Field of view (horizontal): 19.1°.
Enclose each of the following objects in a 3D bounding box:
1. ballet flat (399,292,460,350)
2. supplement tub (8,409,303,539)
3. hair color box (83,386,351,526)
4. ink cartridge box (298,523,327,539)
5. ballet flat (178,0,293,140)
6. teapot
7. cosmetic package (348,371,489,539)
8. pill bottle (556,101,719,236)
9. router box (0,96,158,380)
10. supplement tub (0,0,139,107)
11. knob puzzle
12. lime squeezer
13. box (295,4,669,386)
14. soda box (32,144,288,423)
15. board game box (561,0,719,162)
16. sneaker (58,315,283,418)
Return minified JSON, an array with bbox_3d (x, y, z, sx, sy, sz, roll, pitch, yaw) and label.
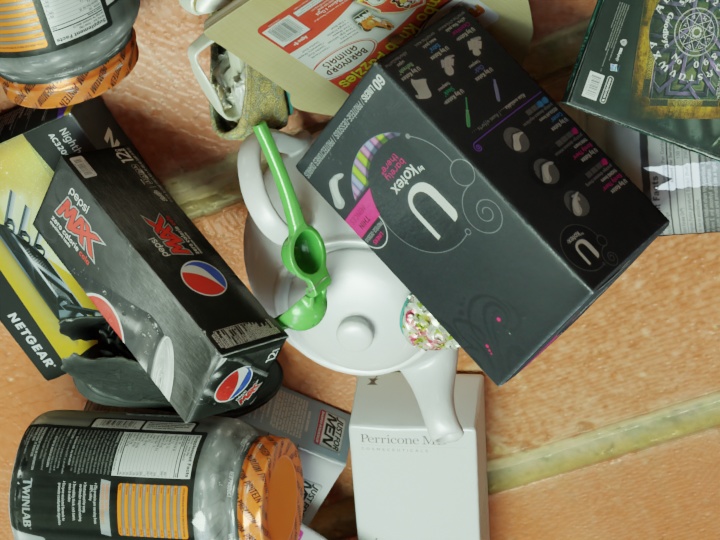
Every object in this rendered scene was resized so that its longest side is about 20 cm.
[{"bbox_3d":[0.115,0.004,1.487,0.064,0.199,0.076,21,129,43],"label":"ballet flat"},{"bbox_3d":[-0.150,0.168,1.594,0.198,0.123,0.123,2,127,17],"label":"supplement tub"},{"bbox_3d":[-0.116,0.128,1.686,0.199,0.061,0.099,24,127,-8],"label":"hair color box"},{"bbox_3d":[-0.060,0.254,1.723,0.119,0.042,0.200,33,155,-8],"label":"ink cartridge box"},{"bbox_3d":[-0.090,-0.172,1.450,0.070,0.071,0.201,-1,129,9],"label":"ballet flat"},{"bbox_3d":[0.000,0.000,1.521,0.198,0.146,0.198,13,127,0],"label":"teapot"},{"bbox_3d":[0.049,0.178,1.691,0.101,0.071,0.201,1,126,9],"label":"cosmetic package"},{"bbox_3d":[0.226,-0.080,1.449,0.198,0.111,0.111,-3,126,11],"label":"pill bottle"},{"bbox_3d":[-0.219,-0.027,1.591,0.156,0.052,0.200,-22,121,22],"label":"router box"},{"bbox_3d":[-0.217,-0.216,1.399,0.122,0.123,0.201,-5,126,12],"label":"supplement tub"},{"bbox_3d":[0.026,-0.164,1.424,0.218,0.031,0.220,-3,145,-2],"label":"knob puzzle"},{"bbox_3d":[-0.048,-0.005,1.428,0.071,0.038,0.201,41,139,34],"label":"lime squeezer"},{"bbox_3d":[0.077,-0.049,1.383,0.200,0.106,0.122,46,136,6],"label":"box"},{"bbox_3d":[-0.139,0.007,1.461,0.200,0.063,0.071,49,129,26],"label":"soda box"},{"bbox_3d":[0.224,-0.178,1.363,0.134,0.028,0.201,20,94,-5],"label":"board game box"},{"bbox_3d":[-0.135,0.066,1.574,0.198,0.060,0.104,3,157,-25],"label":"sneaker"}]
